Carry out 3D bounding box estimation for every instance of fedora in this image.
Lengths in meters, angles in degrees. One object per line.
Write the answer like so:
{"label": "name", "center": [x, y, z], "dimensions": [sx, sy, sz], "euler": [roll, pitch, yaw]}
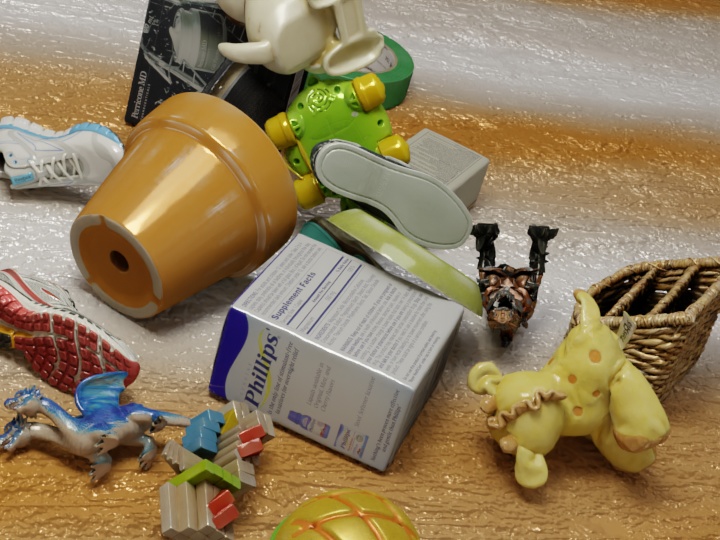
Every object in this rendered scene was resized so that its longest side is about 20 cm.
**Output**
{"label": "fedora", "center": [-0.151, -0.158, 1.718], "dimensions": [0.091, 0.201, 0.201], "euler": [33, 31, -1]}

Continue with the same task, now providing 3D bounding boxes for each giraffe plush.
{"label": "giraffe plush", "center": [0.197, 0.137, 1.475], "dimensions": [0.161, 0.201, 0.173], "euler": [-27, 50, -13]}

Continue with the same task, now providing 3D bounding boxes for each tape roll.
{"label": "tape roll", "center": [-0.022, -0.302, 2.145], "dimensions": [0.198, 0.049, 0.201], "euler": [13, 31, -8]}

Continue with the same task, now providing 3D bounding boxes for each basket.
{"label": "basket", "center": [0.318, 0.046, 1.666], "dimensions": [0.142, 0.150, 0.200], "euler": [30, 33, 20]}

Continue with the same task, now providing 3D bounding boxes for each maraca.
{"label": "maraca", "center": [-0.017, 0.251, 1.202], "dimensions": [0.136, 0.108, 0.200], "euler": [16, 30, 12]}

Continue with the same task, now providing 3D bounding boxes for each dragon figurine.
{"label": "dragon figurine", "center": [-0.227, 0.131, 1.333], "dimensions": [0.199, 0.059, 0.099], "euler": [-15, 44, -40]}

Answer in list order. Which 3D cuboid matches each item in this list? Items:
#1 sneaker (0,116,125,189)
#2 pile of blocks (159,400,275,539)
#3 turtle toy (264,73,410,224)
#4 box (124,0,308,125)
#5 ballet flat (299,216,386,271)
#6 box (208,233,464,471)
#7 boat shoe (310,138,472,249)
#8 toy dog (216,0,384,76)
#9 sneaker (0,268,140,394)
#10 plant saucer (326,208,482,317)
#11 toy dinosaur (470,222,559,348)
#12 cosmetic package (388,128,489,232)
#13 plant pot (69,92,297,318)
{"label": "sneaker", "center": [-0.346, -0.116, 1.644], "dimensions": [0.198, 0.076, 0.087], "euler": [5, 37, 27]}
{"label": "pile of blocks", "center": [-0.121, 0.162, 1.301], "dimensions": [0.082, 0.062, 0.201], "euler": [50, 24, -19]}
{"label": "turtle toy", "center": [-0.017, -0.133, 1.697], "dimensions": [0.144, 0.202, 0.101], "euler": [-23, 16, 5]}
{"label": "box", "center": [-0.170, -0.261, 1.852], "dimensions": [0.195, 0.202, 0.124], "euler": [20, 30, 5]}
{"label": "ballet flat", "center": [0.000, 0.000, 1.659], "dimensions": [0.062, 0.068, 0.200], "euler": [6, 32, -37]}
{"label": "box", "center": [-0.022, 0.077, 1.480], "dimensions": [0.198, 0.106, 0.184], "euler": [24, 30, 9]}
{"label": "boat shoe", "center": [0.034, -0.089, 1.632], "dimensions": [0.199, 0.076, 0.060], "euler": [32, 6, -19]}
{"label": "toy dog", "center": [-0.092, -0.300, 1.668], "dimensions": [0.193, 0.140, 0.200], "euler": [-36, 46, -10]}
{"label": "sneaker", "center": [-0.291, 0.049, 1.414], "dimensions": [0.199, 0.079, 0.082], "euler": [29, 31, 17]}
{"label": "plant saucer", "center": [0.055, -0.014, 1.597], "dimensions": [0.199, 0.031, 0.200], "euler": [33, 2, -1]}
{"label": "toy dinosaur", "center": [0.164, 0.016, 1.677], "dimensions": [0.101, 0.138, 0.200], "euler": [0, 5, -10]}
{"label": "cosmetic package", "center": [0.074, -0.101, 1.847], "dimensions": [0.103, 0.074, 0.200], "euler": [28, 32, 16]}
{"label": "plant pot", "center": [-0.196, -0.053, 1.536], "dimensions": [0.199, 0.202, 0.183], "euler": [29, 47, 18]}
